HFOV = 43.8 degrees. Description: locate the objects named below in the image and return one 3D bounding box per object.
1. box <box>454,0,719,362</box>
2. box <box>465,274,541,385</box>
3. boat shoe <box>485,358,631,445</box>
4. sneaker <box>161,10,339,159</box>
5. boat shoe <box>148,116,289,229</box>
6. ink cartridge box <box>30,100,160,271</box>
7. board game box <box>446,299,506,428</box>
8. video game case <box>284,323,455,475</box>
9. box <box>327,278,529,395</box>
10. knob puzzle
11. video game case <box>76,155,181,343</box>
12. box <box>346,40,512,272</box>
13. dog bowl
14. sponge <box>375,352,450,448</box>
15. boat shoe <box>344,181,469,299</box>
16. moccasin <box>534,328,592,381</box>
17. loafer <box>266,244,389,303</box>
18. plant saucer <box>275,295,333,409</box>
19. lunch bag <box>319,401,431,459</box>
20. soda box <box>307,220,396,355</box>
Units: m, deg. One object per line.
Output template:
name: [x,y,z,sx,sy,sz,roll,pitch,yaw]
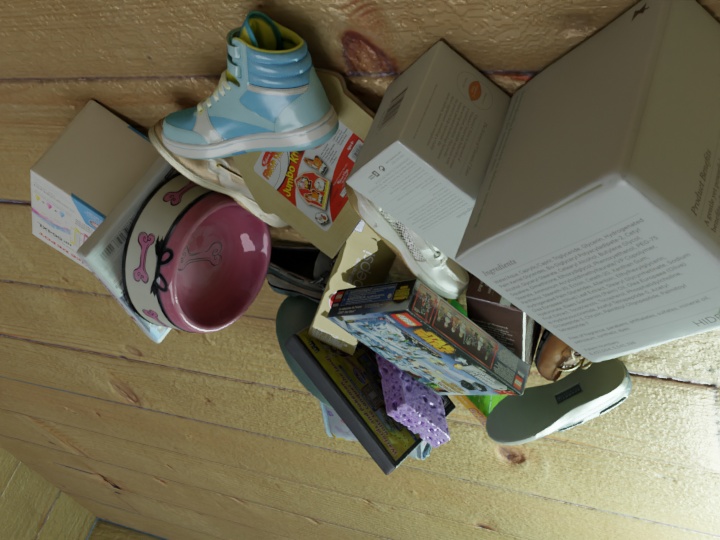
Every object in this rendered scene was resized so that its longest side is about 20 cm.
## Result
box: [0.216,-0.067,0.720,0.170,0.201,0.199,34,149,-18]
box: [0.171,0.051,1.048,0.074,0.101,0.201,14,149,16]
boat shoe: [0.261,0.181,1.164,0.198,0.071,0.071,-28,138,18]
sneaker: [-0.124,-0.185,0.883,0.196,0.080,0.132,-2,125,21]
boat shoe: [-0.146,-0.127,1.031,0.198,0.074,0.069,30,118,-24]
ink cartridge box: [-0.334,-0.090,1.151,0.127,0.126,0.200,33,150,-3]
board game box: [0.150,0.129,1.193,0.030,0.097,0.200,-4,140,40]
video game case: [0.017,0.136,1.140,0.201,0.180,0.025,51,123,7]
box: [0.077,0.080,1.004,0.199,0.040,0.136,37,153,-32]
knob puzzle: [-0.062,-0.136,0.952,0.216,0.030,0.223,16,126,22]
video game case: [-0.232,-0.039,1.096,0.023,0.201,0.183,21,154,33]
box: [0.105,-0.091,0.841,0.198,0.126,0.097,34,149,-17]
dog bowl: [-0.188,-0.016,1.086,0.073,0.201,0.201,22,154,33]
sponge: [0.057,0.112,1.133,0.030,0.202,0.111,-31,136,21]
boat shoe: [0.067,-0.041,0.921,0.069,0.071,0.200,-35,132,15]
moccasin: [0.259,0.075,1.059,0.077,0.074,0.203,27,142,11]
loafer: [-0.056,-0.001,1.165,0.197,0.072,0.063,1,138,38]
plant saucer: [-0.021,0.099,1.196,0.199,0.203,0.039,34,123,-18]
lunch bag: [0.031,0.202,1.372,0.166,0.128,0.202,11,139,17]
soda box: [0.000,0.000,1.051,0.063,0.068,0.202,23,128,0]
